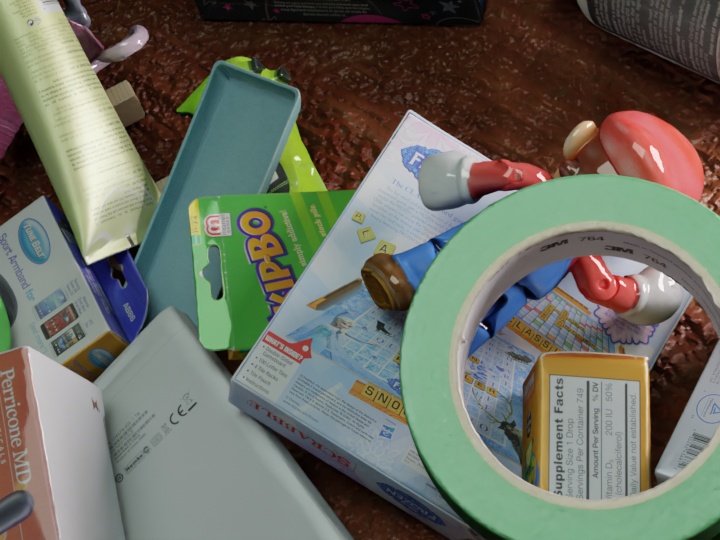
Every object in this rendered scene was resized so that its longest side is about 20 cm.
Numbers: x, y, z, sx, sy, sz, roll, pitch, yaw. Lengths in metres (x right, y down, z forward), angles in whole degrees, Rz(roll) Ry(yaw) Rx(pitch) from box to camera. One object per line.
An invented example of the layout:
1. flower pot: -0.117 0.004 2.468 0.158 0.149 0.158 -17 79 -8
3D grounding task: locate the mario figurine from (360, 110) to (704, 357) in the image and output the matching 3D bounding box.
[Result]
1. mario figurine: 0.102 -0.015 1.303 0.199 0.124 0.106 -30 33 -10

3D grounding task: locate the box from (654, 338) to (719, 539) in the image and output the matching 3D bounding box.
1. box: 0.280 0.074 1.251 0.176 0.097 0.201 18 64 24

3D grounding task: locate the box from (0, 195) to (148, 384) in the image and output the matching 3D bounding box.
1. box: -0.225 0.045 1.421 0.200 0.041 0.119 -37 54 7

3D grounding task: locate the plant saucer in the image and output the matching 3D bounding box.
1. plant saucer: -0.096 -0.024 1.411 0.070 0.019 0.201 22 91 33

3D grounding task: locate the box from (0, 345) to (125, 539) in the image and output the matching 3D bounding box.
1. box: -0.241 0.150 1.305 0.199 0.106 0.153 -18 69 13

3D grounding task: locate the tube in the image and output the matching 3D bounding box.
1. tube: -0.184 -0.102 1.429 0.058 0.052 0.201 -28 87 -1

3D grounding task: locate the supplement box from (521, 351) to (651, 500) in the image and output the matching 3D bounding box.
1. supplement box: 0.118 0.147 1.234 0.068 0.067 0.201 6 69 -4

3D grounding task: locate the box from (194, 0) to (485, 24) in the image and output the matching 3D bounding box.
1. box: -0.014 -0.248 1.532 0.199 0.115 0.133 3 59 17

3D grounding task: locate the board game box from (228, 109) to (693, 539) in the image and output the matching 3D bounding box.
1. board game box: 0.060 0.041 1.325 0.199 0.041 0.200 32 68 6

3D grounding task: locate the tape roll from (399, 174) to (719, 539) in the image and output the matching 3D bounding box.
1. tape roll: 0.120 0.053 1.196 0.199 0.048 0.202 -2 74 7

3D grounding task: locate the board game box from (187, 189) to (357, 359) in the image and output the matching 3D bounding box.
1. board game box: 0.000 0.000 1.369 0.199 0.030 0.096 -2 70 -12

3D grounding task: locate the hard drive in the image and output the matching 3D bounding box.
1. hard drive: -0.100 0.134 1.337 0.132 0.027 0.200 -45 55 8

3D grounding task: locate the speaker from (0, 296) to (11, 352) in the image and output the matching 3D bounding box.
1. speaker: -0.309 0.059 1.380 0.199 0.088 0.089 -25 53 15

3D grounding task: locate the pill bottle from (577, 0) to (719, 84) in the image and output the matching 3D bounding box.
1. pill bottle: 0.203 -0.186 1.432 0.199 0.117 0.117 30 69 29

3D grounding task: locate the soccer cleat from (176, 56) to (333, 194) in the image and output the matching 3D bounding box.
1. soccer cleat: -0.059 -0.040 1.446 0.081 0.067 0.201 -35 58 27

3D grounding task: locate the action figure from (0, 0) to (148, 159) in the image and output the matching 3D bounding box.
1. action figure: -0.245 -0.096 1.519 0.148 0.134 0.201 24 88 -10

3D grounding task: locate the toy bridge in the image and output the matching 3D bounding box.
1. toy bridge: -0.142 -0.035 1.481 0.067 0.027 0.201 -27 56 -2
